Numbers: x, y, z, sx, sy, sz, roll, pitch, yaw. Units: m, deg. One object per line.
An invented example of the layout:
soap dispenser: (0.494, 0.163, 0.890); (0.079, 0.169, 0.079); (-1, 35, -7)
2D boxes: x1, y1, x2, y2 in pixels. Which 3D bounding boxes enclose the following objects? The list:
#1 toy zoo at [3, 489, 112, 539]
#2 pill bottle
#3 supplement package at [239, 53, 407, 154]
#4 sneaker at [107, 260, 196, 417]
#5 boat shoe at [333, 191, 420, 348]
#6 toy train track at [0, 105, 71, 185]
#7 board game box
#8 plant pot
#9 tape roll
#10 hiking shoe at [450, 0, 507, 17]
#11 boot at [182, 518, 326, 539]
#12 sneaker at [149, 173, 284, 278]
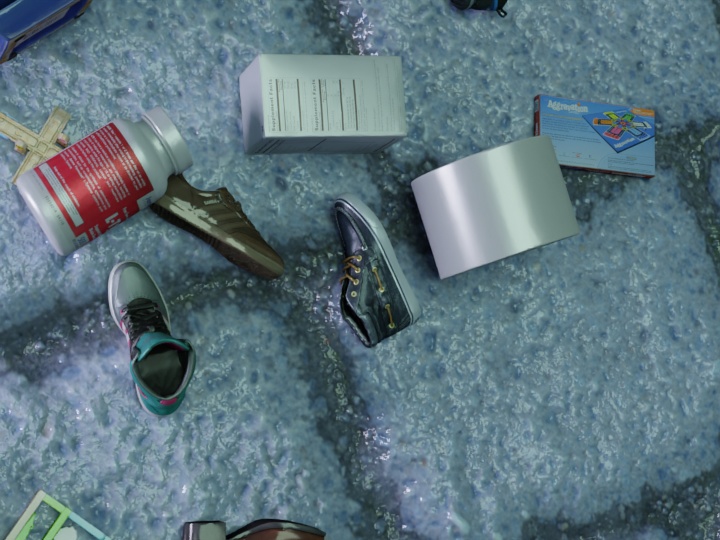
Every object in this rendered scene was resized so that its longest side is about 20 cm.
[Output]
toy zoo: (-0.345, 0.376, 1.480); (0.199, 0.020, 0.132); (39, 71, -11)
pill bottle: (-0.311, -0.115, 1.506); (0.199, 0.112, 0.113); (-33, 94, -13)
supplement package: (-0.051, -0.220, 1.629); (0.197, 0.114, 0.111); (-3, 84, -21)
sneaker: (-0.258, 0.080, 1.504); (0.083, 0.121, 0.203); (-17, 88, -21)
boat shoe: (0.000, 0.000, 1.637); (0.090, 0.071, 0.202); (-31, 95, -26)
toy train track: (-0.433, -0.178, 1.525); (0.198, 0.032, 0.116); (31, 73, -13)
board game box: (0.350, -0.199, 1.826); (0.197, 0.019, 0.105); (5, 82, -20)
plant pot: (-0.426, -0.369, 1.474); (0.199, 0.199, 0.181); (-38, 101, -21)
tape roll: (0.181, -0.085, 1.649); (0.200, 0.202, 0.141); (-18, 89, -21)
hiking shoe: (0.178, -0.474, 1.783); (0.086, 0.074, 0.203); (5, 90, -27)
boot: (-0.133, 0.415, 1.528); (0.185, 0.068, 0.203); (2, 82, -20)
sneaker: (-0.173, -0.066, 1.585); (0.199, 0.070, 0.076); (32, 71, -14)
